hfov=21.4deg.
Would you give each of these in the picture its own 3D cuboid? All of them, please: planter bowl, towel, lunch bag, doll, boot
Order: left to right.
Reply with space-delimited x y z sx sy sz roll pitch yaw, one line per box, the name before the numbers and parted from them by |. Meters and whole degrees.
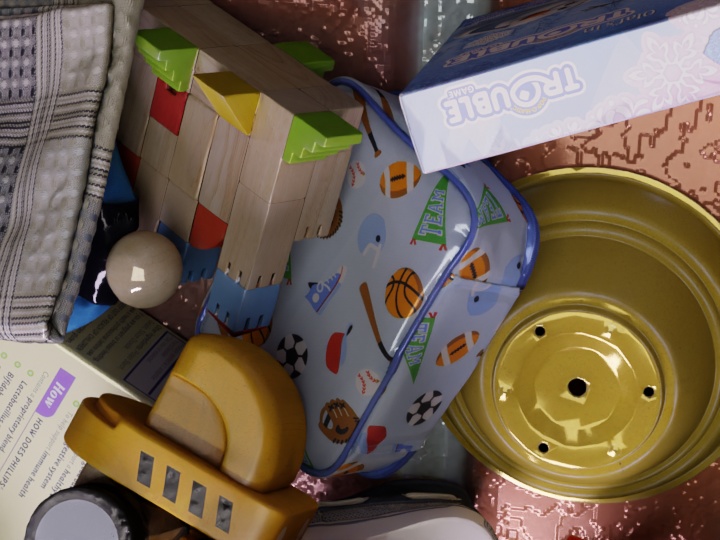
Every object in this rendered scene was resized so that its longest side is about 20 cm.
towel | -0.196 -0.066 1.005 0.192 0.034 0.201 5 81 47
doll | -0.160 -0.036 1.024 0.200 0.048 0.137 36 118 44
boot | -0.025 0.164 1.072 0.199 0.090 0.073 -5 100 -6
lunch bag | 0.000 0.000 1.027 0.160 0.075 0.201 46 114 36
planter bowl | 0.121 0.051 1.036 0.199 0.083 0.202 3 108 11

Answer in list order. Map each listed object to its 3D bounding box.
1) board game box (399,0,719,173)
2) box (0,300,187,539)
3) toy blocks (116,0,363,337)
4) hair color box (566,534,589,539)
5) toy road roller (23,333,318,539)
board game box | 0.133 -0.113 0.919 0.199 0.199 0.044 -14 104 15
box | -0.177 0.108 1.111 0.199 0.097 0.176 33 111 1
toy blocks | -0.082 -0.057 1.013 0.200 0.100 0.137 37 123 35
hair color box | 0.197 0.223 1.036 0.199 0.101 0.061 32 80 -15
toy road roller | -0.057 0.120 0.951 0.199 0.123 0.147 28 92 10
